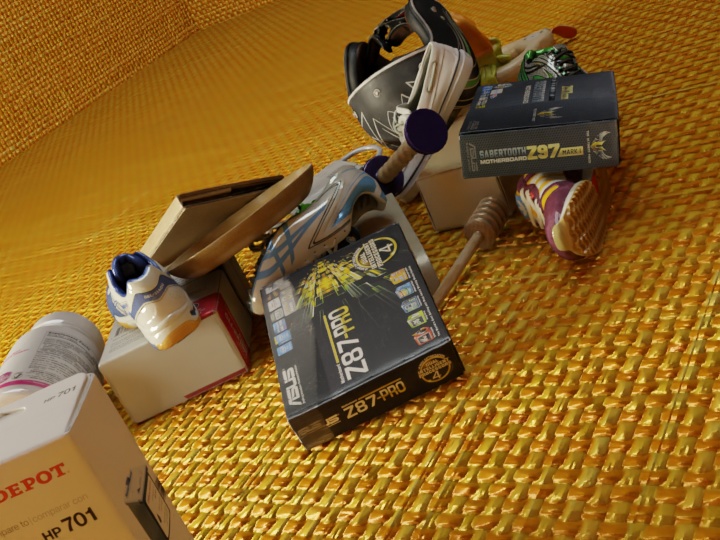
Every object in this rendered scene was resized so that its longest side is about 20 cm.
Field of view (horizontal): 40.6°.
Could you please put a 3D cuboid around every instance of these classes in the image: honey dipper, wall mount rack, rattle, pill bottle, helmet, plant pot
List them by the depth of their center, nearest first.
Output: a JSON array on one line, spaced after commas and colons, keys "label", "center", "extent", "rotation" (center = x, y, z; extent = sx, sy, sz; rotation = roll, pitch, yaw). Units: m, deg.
[{"label": "honey dipper", "center": [0.100, -0.004, 0.992], "extent": [0.037, 0.038, 0.201], "rotation": [-6, 35, 39]}, {"label": "plant pot", "center": [-0.126, -0.049, 1.067], "extent": [0.198, 0.028, 0.200], "rotation": [-35, 11, 8]}, {"label": "pill bottle", "center": [-0.347, 0.132, 1.078], "extent": [0.111, 0.115, 0.201], "rotation": [-23, 22, 6]}, {"label": "wall mount rack", "center": [-0.054, -0.090, 1.293], "extent": [0.199, 0.076, 0.173], "rotation": [-37, 29, -23]}, {"label": "helmet", "center": [0.074, -0.258, 1.344], "extent": [0.196, 0.200, 0.194], "rotation": [-18, 60, 19]}, {"label": "rattle", "center": [0.230, -0.372, 1.498], "extent": [0.199, 0.144, 0.130], "rotation": [-37, 6, -11]}]

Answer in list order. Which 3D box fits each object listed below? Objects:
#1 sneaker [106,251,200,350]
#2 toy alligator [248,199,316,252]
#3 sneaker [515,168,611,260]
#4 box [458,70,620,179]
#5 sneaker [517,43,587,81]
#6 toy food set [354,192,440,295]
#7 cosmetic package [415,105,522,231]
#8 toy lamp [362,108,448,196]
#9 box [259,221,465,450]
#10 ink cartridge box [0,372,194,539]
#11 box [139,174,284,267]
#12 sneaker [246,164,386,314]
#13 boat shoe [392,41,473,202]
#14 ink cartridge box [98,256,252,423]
[{"label": "sneaker", "center": [-0.230, 0.013, 1.019], "extent": [0.075, 0.089, 0.199], "rotation": [-39, 25, -21]}, {"label": "toy alligator", "center": [-0.051, -0.063, 1.168], "extent": [0.196, 0.060, 0.055], "rotation": [-10, 53, -27]}, {"label": "sneaker", "center": [0.193, -0.061, 0.963], "extent": [0.088, 0.076, 0.200], "rotation": [-11, 18, 27]}, {"label": "box", "center": [0.191, -0.156, 1.018], "extent": [0.154, 0.052, 0.201], "rotation": [-3, 24, 15]}, {"label": "sneaker", "center": [0.251, -0.242, 1.233], "extent": [0.076, 0.087, 0.200], "rotation": [-3, 16, -21]}, {"label": "toy food set", "center": [0.000, 0.000, 1.073], "extent": [0.141, 0.061, 0.201], "rotation": [-26, 31, 1]}, {"label": "cosmetic package", "center": [0.149, -0.135, 1.162], "extent": [0.103, 0.072, 0.201], "rotation": [-12, 27, 29]}, {"label": "toy lamp", "center": [0.044, -0.127, 1.135], "extent": [0.058, 0.059, 0.200], "rotation": [-36, 0, -23]}, {"label": "box", "center": [-0.005, 0.054, 0.911], "extent": [0.159, 0.050, 0.201], "rotation": [-27, 36, 5]}, {"label": "ink cartridge box", "center": [-0.207, 0.196, 0.679], "extent": [0.144, 0.203, 0.086], "rotation": [-23, 22, 6]}, {"label": "box", "center": [-0.197, -0.044, 1.206], "extent": [0.162, 0.022, 0.200], "rotation": [-19, -19, -44]}, {"label": "sneaker", "center": [-0.046, -0.029, 1.032], "extent": [0.072, 0.072, 0.201], "rotation": [34, 69, 17]}, {"label": "boat shoe", "center": [0.071, -0.190, 1.230], "extent": [0.204, 0.066, 0.074], "rotation": [-68, 20, 9]}, {"label": "ink cartridge box", "center": [-0.202, 0.063, 1.106], "extent": [0.142, 0.085, 0.201], "rotation": [-25, 24, 6]}]
